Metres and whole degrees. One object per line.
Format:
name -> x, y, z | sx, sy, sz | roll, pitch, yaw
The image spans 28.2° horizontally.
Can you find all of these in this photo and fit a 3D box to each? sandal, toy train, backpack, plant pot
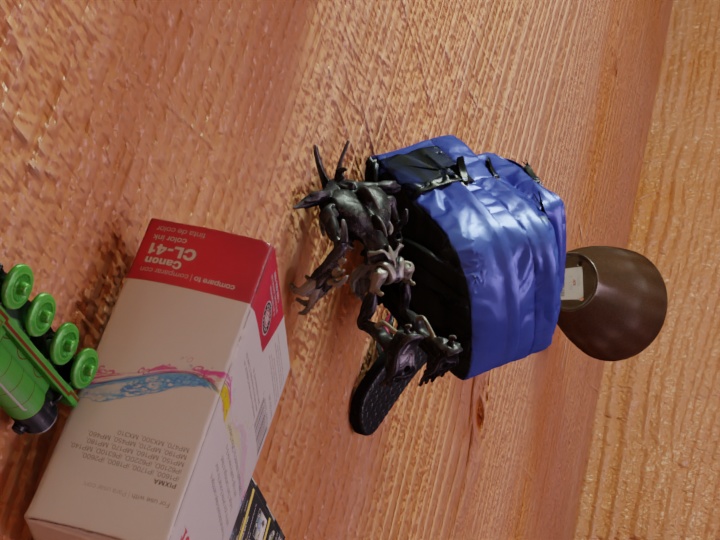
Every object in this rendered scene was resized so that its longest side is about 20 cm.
sandal -> 0.034, 0.076, 1.413 | 0.200, 0.045, 0.076 | -51, 141, -35
toy train -> -0.180, 0.022, 0.688 | 0.057, 0.041, 0.201 | -63, 157, -23
backpack -> 0.102, -0.017, 1.259 | 0.200, 0.166, 0.164 | -127, -157, -54
plant pot -> 0.370, 0.038, 2.287 | 0.199, 0.185, 0.190 | 20, 78, -57

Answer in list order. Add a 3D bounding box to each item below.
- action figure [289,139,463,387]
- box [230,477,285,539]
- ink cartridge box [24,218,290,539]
action figure -> 0.000, 0.000, 1.158 | 0.118, 0.102, 0.202 | -8, 65, -45
box -> -0.114, 0.238, 0.975 | 0.162, 0.048, 0.202 | 73, 29, -56
ink cartridge box -> -0.110, 0.095, 0.836 | 0.148, 0.084, 0.202 | 90, 17, -56
